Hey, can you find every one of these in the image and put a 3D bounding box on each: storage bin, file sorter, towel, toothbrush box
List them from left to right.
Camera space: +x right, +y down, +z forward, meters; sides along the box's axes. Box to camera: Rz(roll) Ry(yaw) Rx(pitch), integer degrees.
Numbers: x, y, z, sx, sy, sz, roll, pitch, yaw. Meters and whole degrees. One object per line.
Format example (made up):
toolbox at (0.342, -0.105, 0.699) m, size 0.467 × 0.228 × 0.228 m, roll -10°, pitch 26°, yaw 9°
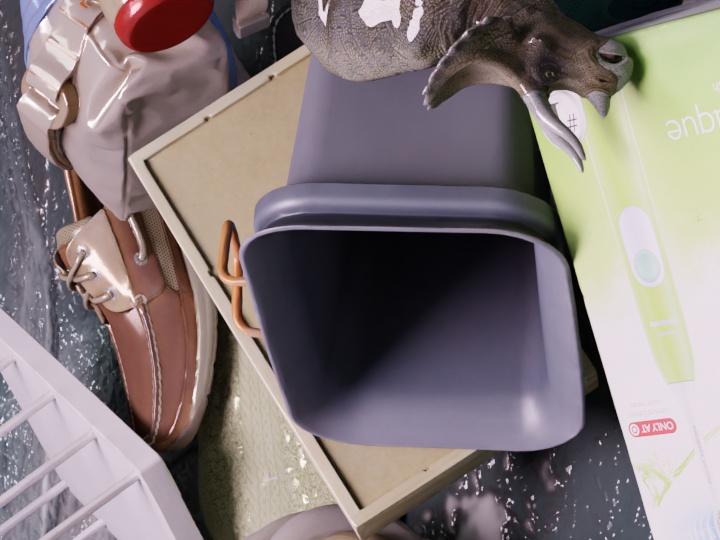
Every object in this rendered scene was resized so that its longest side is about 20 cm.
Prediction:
file sorter at (-0.171, 0.135, 1.483) m, size 0.200 × 0.124 × 0.139 m, roll 36°, pitch 157°, yaw 49°
towel at (-0.036, 0.044, 1.425) m, size 0.148 × 0.036 × 0.202 m, roll -10°, pitch 80°, yaw 53°
storage bin at (0.020, -0.028, 1.174) m, size 0.200 × 0.144 × 0.135 m, roll 76°, pitch -163°, yaw -61°
toothbrush box at (0.159, -0.003, 1.051) m, size 0.145 × 0.086 × 0.201 m, roll -10°, pitch 100°, yaw 45°

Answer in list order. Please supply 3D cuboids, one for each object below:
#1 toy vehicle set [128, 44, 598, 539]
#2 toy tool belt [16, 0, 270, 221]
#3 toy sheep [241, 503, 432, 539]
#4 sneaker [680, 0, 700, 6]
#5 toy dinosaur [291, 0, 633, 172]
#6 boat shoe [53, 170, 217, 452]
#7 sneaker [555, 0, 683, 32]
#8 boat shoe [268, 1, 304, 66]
toy vehicle set at (0.000, 0.000, 1.274) m, size 0.201 × 0.124 × 0.027 m, roll 58°, pitch 177°, yaw 18°
toy tool belt at (-0.111, -0.120, 1.343) m, size 0.123 × 0.124 × 0.200 m, roll 61°, pitch 167°, yaw 23°
toy sheep at (-0.018, 0.177, 1.316) m, size 0.200 × 0.137 × 0.139 m, roll -46°, pitch 52°, yaw 50°
sneaker at (0.159, -0.096, 1.145) m, size 0.080 × 0.074 × 0.201 m, roll -93°, pitch 28°, yaw -48°
toy dinosaur at (0.010, -0.108, 1.063) m, size 0.199 × 0.077 × 0.103 m, roll 15°, pitch 88°, yaw 44°
boat shoe at (-0.119, -0.007, 1.450) m, size 0.076 × 0.071 × 0.201 m, roll 144°, pitch 122°, yaw -60°
sneaker at (0.075, -0.154, 1.233) m, size 0.200 × 0.079 × 0.131 m, roll -35°, pitch 59°, yaw 57°
boat shoe at (0.002, -0.046, 1.335) m, size 0.071 × 0.066 × 0.202 m, roll -25°, pitch 68°, yaw 14°
